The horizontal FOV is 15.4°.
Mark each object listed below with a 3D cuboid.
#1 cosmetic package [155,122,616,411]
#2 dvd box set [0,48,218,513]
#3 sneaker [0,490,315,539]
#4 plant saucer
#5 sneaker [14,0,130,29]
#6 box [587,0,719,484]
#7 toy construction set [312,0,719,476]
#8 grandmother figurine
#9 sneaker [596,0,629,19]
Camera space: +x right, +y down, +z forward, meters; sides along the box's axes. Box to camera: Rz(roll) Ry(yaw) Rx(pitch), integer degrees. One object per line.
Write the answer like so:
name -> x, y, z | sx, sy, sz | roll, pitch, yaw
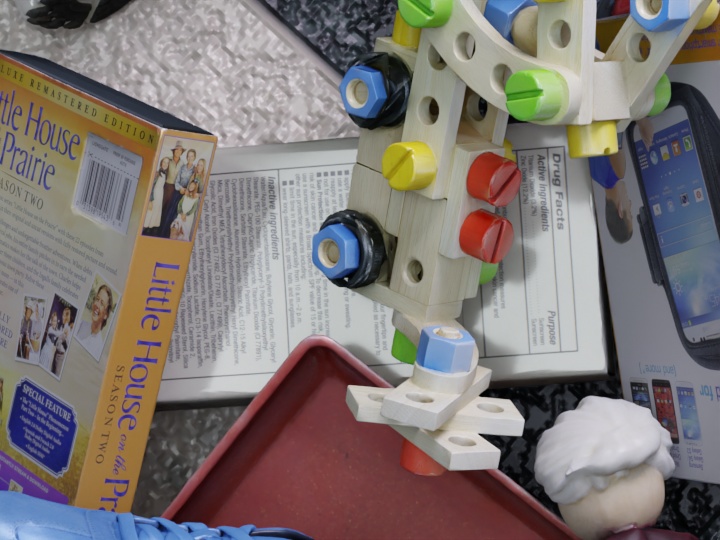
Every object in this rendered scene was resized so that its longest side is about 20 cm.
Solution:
cosmetic package -> 0.000, 0.000, 1.074 | 0.199, 0.073, 0.104 | -3, 85, 7
dvd box set -> -0.125, 0.025, 1.049 | 0.146, 0.029, 0.201 | 24, 104, 51
sneaker -> -0.054, 0.113, 0.969 | 0.199, 0.066, 0.079 | 27, 113, -21
plant saucer -> 0.002, 0.153, 1.044 | 0.200, 0.037, 0.200 | 38, 105, -3
sneaker -> -0.081, -0.191, 1.096 | 0.200, 0.079, 0.089 | -37, 76, 12
box -> 0.136, 0.001, 0.983 | 0.041, 0.119, 0.201 | -10, 95, -27
toy construction set -> 0.045, -0.027, 0.962 | 0.131, 0.092, 0.201 | 23, 96, 38
grandmother figurine -> 0.106, 0.141, 0.969 | 0.060, 0.121, 0.201 | -33, 63, 45
sneaker -> 0.078, -0.149, 1.016 | 0.095, 0.201, 0.080 | -6, 43, -10
